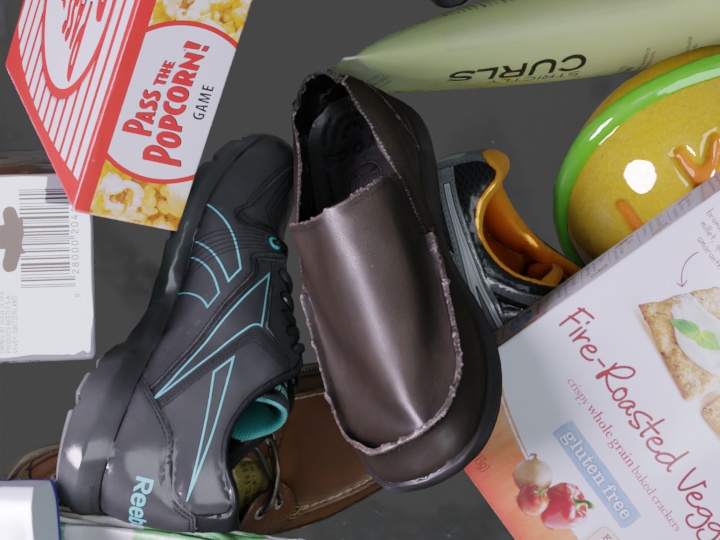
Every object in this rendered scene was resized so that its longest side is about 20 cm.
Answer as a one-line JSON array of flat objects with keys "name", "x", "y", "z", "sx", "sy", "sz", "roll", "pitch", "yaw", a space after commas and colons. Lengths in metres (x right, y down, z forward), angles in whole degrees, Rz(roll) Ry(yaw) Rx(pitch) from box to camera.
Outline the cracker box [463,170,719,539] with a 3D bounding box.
[{"name": "cracker box", "x": 0.142, "y": 0.048, "z": 1.053, "sx": 0.200, "sy": 0.058, "sz": 0.134, "roll": -36, "pitch": 94, "yaw": 7}]

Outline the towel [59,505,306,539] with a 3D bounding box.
[{"name": "towel", "x": -0.122, "y": 0.170, "z": 1.042, "sx": 0.199, "sy": 0.023, "sz": 0.153, "roll": 6, "pitch": 95, "yaw": 12}]

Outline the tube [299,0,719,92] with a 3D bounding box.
[{"name": "tube", "x": 0.075, "y": -0.103, "z": 1.125, "sx": 0.199, "sy": 0.052, "sz": 0.058, "roll": -11, "pitch": 136, "yaw": -17}]

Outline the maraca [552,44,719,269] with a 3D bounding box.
[{"name": "maraca", "x": 0.182, "y": -0.045, "z": 1.126, "sx": 0.199, "sy": 0.107, "sz": 0.137, "roll": -12, "pitch": 136, "yaw": -5}]

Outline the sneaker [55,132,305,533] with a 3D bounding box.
[{"name": "sneaker", "x": -0.056, "y": 0.029, "z": 1.064, "sx": 0.079, "sy": 0.075, "sz": 0.200, "roll": 17, "pitch": 56, "yaw": 10}]

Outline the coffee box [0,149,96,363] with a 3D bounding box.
[{"name": "coffee box", "x": -0.214, "y": -0.006, "z": 1.036, "sx": 0.199, "sy": 0.114, "sz": 0.080, "roll": -2, "pitch": 97, "yaw": -13}]

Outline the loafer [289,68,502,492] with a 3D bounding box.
[{"name": "loafer", "x": 0.000, "y": 0.000, "z": 1.037, "sx": 0.073, "sy": 0.200, "sz": 0.071, "roll": -29, "pitch": 141, "yaw": 17}]

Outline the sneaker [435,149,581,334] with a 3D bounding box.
[{"name": "sneaker", "x": 0.075, "y": 0.035, "z": 1.116, "sx": 0.077, "sy": 0.078, "sz": 0.200, "roll": -31, "pitch": 103, "yaw": 24}]

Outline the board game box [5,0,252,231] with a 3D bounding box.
[{"name": "board game box", "x": -0.079, "y": -0.138, "z": 0.991, "sx": 0.046, "sy": 0.152, "sz": 0.200, "roll": 10, "pitch": 111, "yaw": -23}]

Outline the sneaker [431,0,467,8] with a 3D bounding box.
[{"name": "sneaker", "x": 0.026, "y": -0.157, "z": 1.090, "sx": 0.200, "sy": 0.066, "sz": 0.091, "roll": -5, "pitch": 106, "yaw": -35}]

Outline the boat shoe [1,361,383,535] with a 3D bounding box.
[{"name": "boat shoe", "x": -0.056, "y": 0.092, "z": 1.104, "sx": 0.199, "sy": 0.068, "sz": 0.072, "roll": -18, "pitch": 98, "yaw": -12}]

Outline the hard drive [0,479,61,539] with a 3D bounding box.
[{"name": "hard drive", "x": -0.213, "y": 0.152, "z": 1.037, "sx": 0.199, "sy": 0.025, "sz": 0.132, "roll": -2, "pitch": 96, "yaw": 21}]
